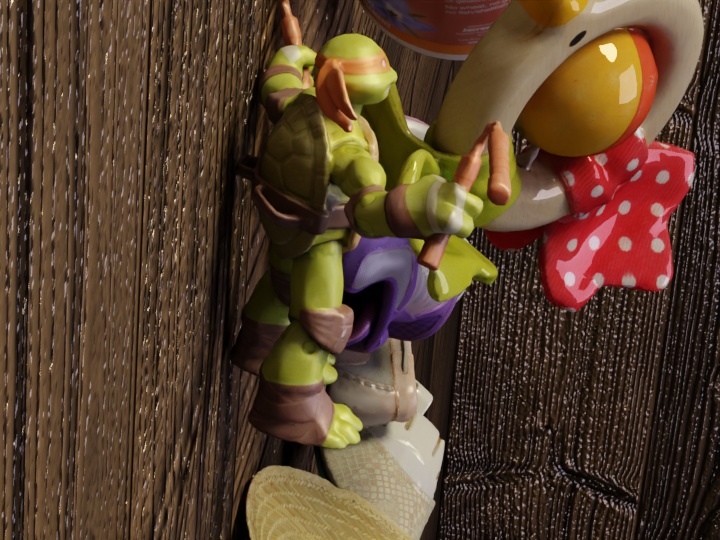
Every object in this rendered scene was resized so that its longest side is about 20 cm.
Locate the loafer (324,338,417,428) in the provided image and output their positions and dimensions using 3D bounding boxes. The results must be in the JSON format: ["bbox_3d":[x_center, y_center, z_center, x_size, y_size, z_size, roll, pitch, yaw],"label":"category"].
[{"bbox_3d":[0.008,0.023,1.452,0.200,0.063,0.072,-76,171,-59],"label":"loafer"}]

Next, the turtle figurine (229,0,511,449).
[{"bbox_3d":[-0.011,-0.019,1.042,0.200,0.064,0.162,46,-49,52],"label":"turtle figurine"}]

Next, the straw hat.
[{"bbox_3d":[-0.013,0.188,1.264,0.085,0.201,0.201,-39,-169,18],"label":"straw hat"}]

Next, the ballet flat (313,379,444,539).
[{"bbox_3d":[0.011,0.085,1.437,0.062,0.067,0.200,-43,-163,6],"label":"ballet flat"}]

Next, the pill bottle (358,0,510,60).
[{"bbox_3d":[0.046,-0.188,1.303,0.200,0.112,0.113,86,12,-67],"label":"pill bottle"}]

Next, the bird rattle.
[{"bbox_3d":[0.083,-0.054,1.147,0.163,0.200,0.113,-57,-131,28],"label":"bird rattle"}]

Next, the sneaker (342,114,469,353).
[{"bbox_3d":[0.000,0.000,1.278,0.200,0.080,0.089,70,32,-68],"label":"sneaker"}]
